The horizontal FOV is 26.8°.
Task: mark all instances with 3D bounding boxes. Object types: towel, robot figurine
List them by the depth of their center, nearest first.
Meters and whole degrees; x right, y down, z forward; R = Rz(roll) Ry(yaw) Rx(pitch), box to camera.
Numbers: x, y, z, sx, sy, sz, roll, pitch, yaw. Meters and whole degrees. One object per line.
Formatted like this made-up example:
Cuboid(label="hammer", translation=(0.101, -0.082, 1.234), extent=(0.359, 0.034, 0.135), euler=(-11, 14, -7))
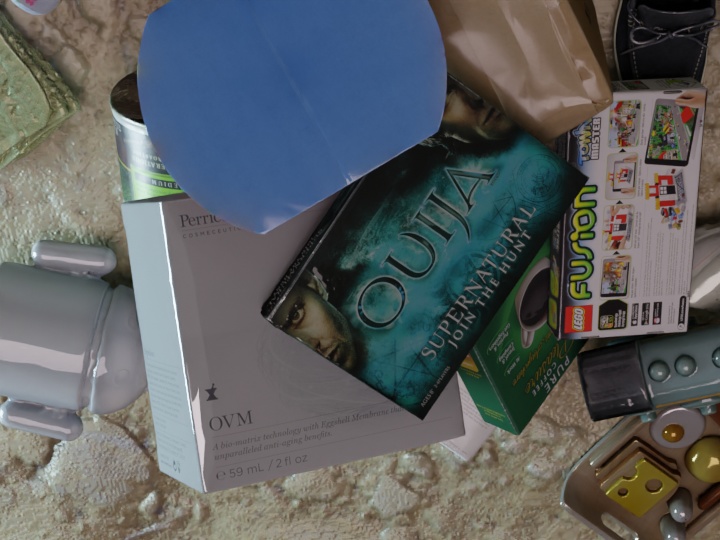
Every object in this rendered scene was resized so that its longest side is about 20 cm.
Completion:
Cuboid(label="towel", translation=(-0.336, -0.165, 1.210), extent=(0.148, 0.037, 0.200), euler=(-31, 115, 20))
Cuboid(label="robot figurine", translation=(-0.258, 0.058, 1.290), extent=(0.199, 0.113, 0.170), euler=(13, 96, -4))

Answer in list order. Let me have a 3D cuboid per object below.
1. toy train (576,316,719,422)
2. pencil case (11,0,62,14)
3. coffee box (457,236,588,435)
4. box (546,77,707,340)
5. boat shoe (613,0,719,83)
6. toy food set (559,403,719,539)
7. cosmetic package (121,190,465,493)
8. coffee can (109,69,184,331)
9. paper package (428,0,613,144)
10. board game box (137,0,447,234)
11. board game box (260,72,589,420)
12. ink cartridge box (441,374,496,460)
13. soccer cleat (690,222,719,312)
Cuboid(label="toy train", translation=(0.273, 0.079, 1.247), extent=(0.199, 0.114, 0.086), euler=(-13, 84, 22))
Cuboid(label="pencil case", translation=(-0.188, -0.272, 1.114), extent=(0.200, 0.083, 0.091), euler=(-30, 158, 18))
Cuboid(label="coffee box", translation=(0.113, 0.025, 1.203), extent=(0.044, 0.123, 0.200), euler=(16, 149, 41))
Cuboid(label="box", translation=(0.205, -0.047, 1.172), extent=(0.110, 0.035, 0.201), euler=(-3, 112, -8))
Cuboid(label="boat shoe", translation=(0.234, -0.197, 1.147), extent=(0.074, 0.062, 0.201), euler=(0, 121, 1))
Cuboid(label="toy food set", translation=(0.297, 0.185, 1.365), extent=(0.143, 0.060, 0.200), euler=(35, 115, -17))
Cuboid(label="cosmetic package", translation=(-0.048, 0.034, 1.073), extent=(0.199, 0.123, 0.201), euler=(-10, 94, -22))
Cuboid(label="coffee can", translation=(-0.116, -0.052, 1.200), extent=(0.146, 0.147, 0.201), euler=(-1, 120, 3))
Cuboid(label="paper package", translation=(0.094, -0.204, 1.069), extent=(0.103, 0.200, 0.191), euler=(-24, 116, 15))
Cuboid(label="board game box", translation=(-0.043, -0.125, 0.970), extent=(0.200, 0.039, 0.158), euler=(-30, 92, 11))
Cuboid(label="board game box", translation=(0.043, -0.018, 1.004), extent=(0.135, 0.028, 0.200), euler=(33, 92, -19))
Cuboid(label="ink cartridge box", translation=(0.092, 0.045, 1.315), extent=(0.161, 0.050, 0.200), euler=(36, 97, -17))
Cuboid(label="soccer cleat", translation=(0.306, -0.009, 1.244), extent=(0.199, 0.069, 0.078), euler=(-15, 92, 18))
